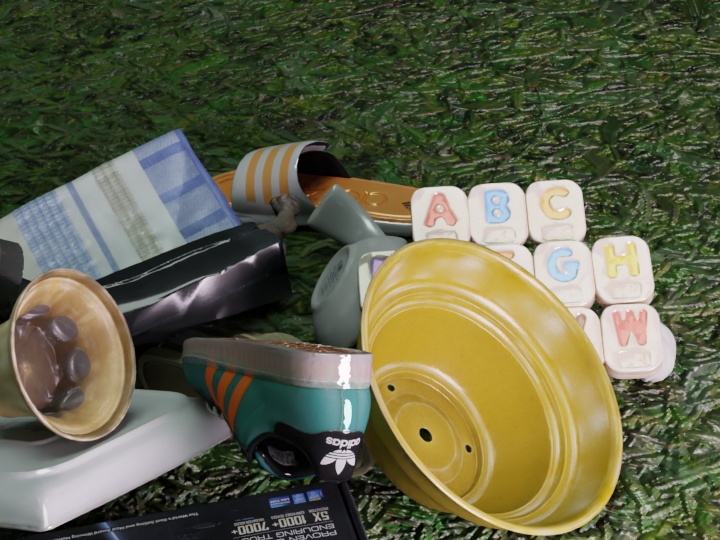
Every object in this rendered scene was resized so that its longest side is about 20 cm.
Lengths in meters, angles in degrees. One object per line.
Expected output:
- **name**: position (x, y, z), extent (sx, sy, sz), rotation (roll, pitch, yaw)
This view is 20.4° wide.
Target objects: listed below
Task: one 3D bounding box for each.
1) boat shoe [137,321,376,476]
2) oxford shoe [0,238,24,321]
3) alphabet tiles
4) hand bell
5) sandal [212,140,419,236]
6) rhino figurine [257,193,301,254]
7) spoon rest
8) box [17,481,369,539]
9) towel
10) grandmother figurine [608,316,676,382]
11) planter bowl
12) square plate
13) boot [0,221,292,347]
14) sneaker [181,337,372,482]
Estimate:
- **boat shoe**: position (-0.056, 0.074, 1.323), extent (0.199, 0.075, 0.068), rotation (19, 43, 35)
- **oxford shoe**: position (-0.304, 0.037, 1.314), extent (0.084, 0.200, 0.073), rotation (17, 39, -32)
- **alphabet tiles**: position (0.099, 0.029, 1.332), extent (0.198, 0.015, 0.197), rotation (-3, 65, 0)
- **hand bell**: position (-0.247, 0.072, 1.250), extent (0.199, 0.105, 0.104), rotation (-16, 20, 35)
- **sandal**: position (-0.031, -0.074, 1.584), extent (0.205, 0.060, 0.079), rotation (5, 31, 15)
- **rhino figurine**: position (-0.144, -0.009, 1.489), extent (0.199, 0.060, 0.088), rotation (-3, 41, 9)
- **spoon rest**: position (0.000, 0.000, 1.443), extent (0.060, 0.100, 0.200), rotation (30, 18, -16)
- **box**: position (-0.084, 0.209, 1.087), extent (0.199, 0.087, 0.164), rotation (-9, 31, -8)
- **towel**: position (-0.188, -0.010, 1.448), extent (0.199, 0.024, 0.147), rotation (-29, 55, -9)
- **grandmother figurine**: position (0.115, 0.051, 1.364), extent (0.198, 0.061, 0.122), rotation (1, 58, 3)
- **planter bowl**: position (0.060, 0.086, 1.239), extent (0.200, 0.083, 0.201), rotation (23, 48, -27)
- **square plate**: position (-0.199, 0.109, 1.251), extent (0.199, 0.029, 0.198), rotation (1, 17, 37)
- **boot**: position (-0.162, 0.010, 1.368), extent (0.199, 0.066, 0.165), rotation (-25, 32, -14)
- **sneaker**: position (-0.057, 0.082, 1.188), extent (0.071, 0.081, 0.200), rotation (4, 0, -26)
